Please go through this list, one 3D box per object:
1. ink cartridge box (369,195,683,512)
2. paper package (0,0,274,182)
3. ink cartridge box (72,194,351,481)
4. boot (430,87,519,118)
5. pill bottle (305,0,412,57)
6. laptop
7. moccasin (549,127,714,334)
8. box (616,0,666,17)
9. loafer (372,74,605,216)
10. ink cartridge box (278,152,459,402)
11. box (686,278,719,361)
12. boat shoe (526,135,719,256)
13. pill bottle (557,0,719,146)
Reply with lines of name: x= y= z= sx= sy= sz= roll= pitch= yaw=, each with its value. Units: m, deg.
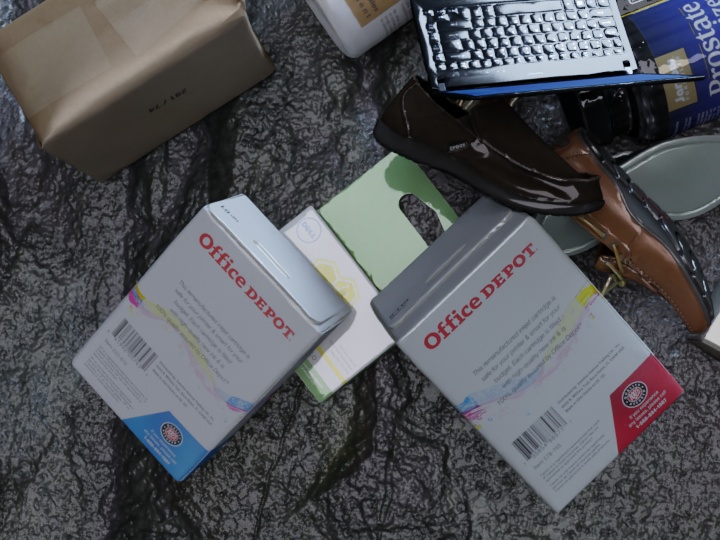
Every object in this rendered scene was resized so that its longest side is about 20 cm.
ink cartridge box: x=0.130 y=0.061 z=0.973 sx=0.145 sy=0.145 sz=0.200 roll=-42 pitch=104 yaw=1
paper package: x=-0.188 y=-0.180 z=1.008 sx=0.199 sy=0.191 sz=0.104 roll=-33 pitch=83 yaw=0
ink cartridge box: x=-0.127 y=0.056 z=1.013 sx=0.145 sy=0.085 sz=0.200 roll=46 pitch=112 yaw=6
boot: x=0.126 y=-0.199 z=1.016 sx=0.075 sy=0.107 sz=0.201 roll=34 pitch=98 yaw=19
pill bottle: x=0.041 y=-0.289 z=1.039 sx=0.199 sy=0.114 sz=0.115 roll=-36 pitch=85 yaw=1
laptop: x=0.140 y=-0.194 z=0.913 sx=0.176 sy=0.103 sz=0.202 roll=-6 pitch=65 yaw=-10
moccasin: x=0.219 y=-0.023 z=0.984 sx=0.078 sy=0.074 sz=0.201 roll=-40 pitch=104 yaw=23
box: x=0.246 y=-0.329 z=1.062 sx=0.159 sy=0.049 sz=0.202 roll=-20 pitch=86 yaw=4
loafer: x=0.104 y=-0.101 z=0.935 sx=0.199 sy=0.073 sz=0.072 roll=24 pitch=106 yaw=17
ink cartridge box: x=0.000 y=0.000 z=1.060 sx=0.200 sy=0.048 sz=0.146 roll=-38 pitch=85 yaw=3
box: x=0.391 y=0.078 z=1.020 sx=0.199 sy=0.068 sz=0.083 roll=32 pitch=89 yaw=5
boat shoe: x=0.239 y=-0.073 z=1.041 sx=0.198 sy=0.060 sz=0.076 roll=-16 pitch=106 yaw=0
pill bottle: x=0.274 y=-0.177 z=1.018 sx=0.199 sy=0.112 sz=0.113 roll=-21 pitch=86 yaw=1
